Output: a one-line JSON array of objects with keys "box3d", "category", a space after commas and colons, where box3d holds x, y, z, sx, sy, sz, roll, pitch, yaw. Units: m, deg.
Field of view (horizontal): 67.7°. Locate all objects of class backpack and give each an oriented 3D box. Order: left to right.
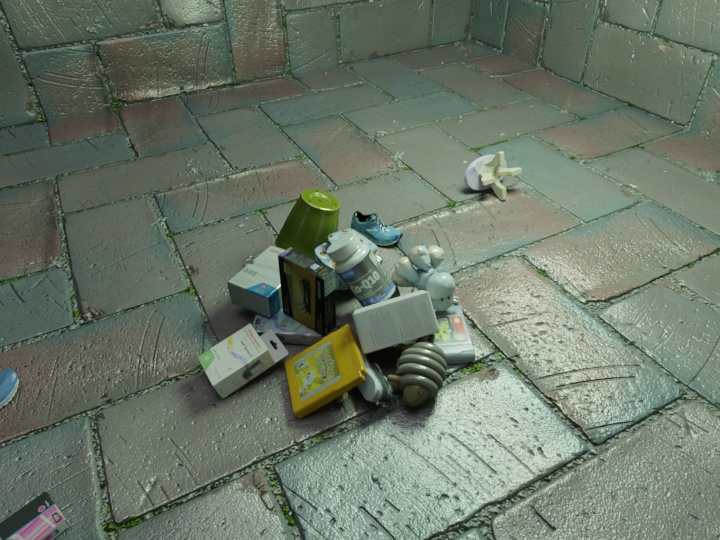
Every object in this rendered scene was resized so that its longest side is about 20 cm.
[{"box3d": [-0.046, -0.027, 1.624, 0.190, 0.155, 0.200, -28, 45, -36], "category": "backpack"}]

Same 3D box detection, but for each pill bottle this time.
[{"box3d": [0.000, 0.000, 1.490, 0.113, 0.200, 0.114, -32, 19, 12], "category": "pill bottle"}]

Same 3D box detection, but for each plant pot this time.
[{"box3d": [-0.152, -0.146, 1.707, 0.199, 0.194, 0.201, 16, 32, -10], "category": "plant pot"}]

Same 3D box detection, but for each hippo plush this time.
[{"box3d": [0.184, 0.046, 1.515, 0.158, 0.201, 0.161, -14, 47, -14], "category": "hippo plush"}]

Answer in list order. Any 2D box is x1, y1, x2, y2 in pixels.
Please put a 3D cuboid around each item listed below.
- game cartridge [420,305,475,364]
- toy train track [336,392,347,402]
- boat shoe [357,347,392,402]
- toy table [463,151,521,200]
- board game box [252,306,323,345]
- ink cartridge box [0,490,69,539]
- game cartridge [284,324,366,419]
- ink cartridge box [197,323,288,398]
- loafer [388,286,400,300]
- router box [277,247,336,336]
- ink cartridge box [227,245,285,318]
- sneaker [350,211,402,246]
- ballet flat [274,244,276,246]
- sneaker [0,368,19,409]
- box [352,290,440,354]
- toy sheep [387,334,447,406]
[{"box3d": [0.229, 0.173, 1.473, 0.132, 0.041, 0.201, -7, 39, 0], "category": "game cartridge"}, {"box3d": [-0.044, 0.244, 1.375, 0.032, 0.115, 0.201, 28, 41, -32], "category": "toy train track"}, {"box3d": [0.024, 0.261, 1.348, 0.067, 0.072, 0.200, 20, 13, -29], "category": "boat shoe"}, {"box3d": [0.506, -0.367, 2.038, 0.199, 0.185, 0.117, -32, 30, -16], "category": "toy table"}, {"box3d": [-0.192, 0.124, 1.537, 0.197, 0.044, 0.201, 3, 39, 6], "category": "board game box"}, {"box3d": [-0.687, 0.536, 1.047, 0.094, 0.037, 0.200, 28, 49, 31], "category": "ink cartridge box"}, {"box3d": [-0.089, 0.244, 1.324, 0.199, 0.032, 0.177, -33, 40, 9], "category": "game cartridge"}, {"box3d": [-0.299, 0.217, 1.372, 0.199, 0.068, 0.117, -33, 47, -16], "category": "ink cartridge box"}, {"box3d": [0.084, 0.087, 1.564, 0.070, 0.070, 0.200, -28, 19, 22], "category": "loafer"}, {"box3d": [-0.140, 0.057, 1.424, 0.157, 0.201, 0.052, 26, 44, 29], "category": "router box"}, {"box3d": [-0.261, 0.029, 1.555, 0.146, 0.086, 0.200, 19, 41, 24], "category": "ink cartridge box"}, {"box3d": [0.051, -0.148, 1.832, 0.199, 0.090, 0.078, 19, 43, 22], "category": "sneaker"}, {"box3d": [-0.269, -0.046, 1.735, 0.075, 0.064, 0.200, 12, 40, 18], "category": "ballet flat"}, {"box3d": [-0.922, 0.307, 1.292, 0.078, 0.090, 0.200, 17, 42, 20], "category": "sneaker"}, {"box3d": [0.088, 0.130, 1.390, 0.199, 0.107, 0.152, -17, -1, 1], "category": "box"}, {"box3d": [0.148, 0.239, 1.318, 0.137, 0.138, 0.201, 11, 59, 15], "category": "toy sheep"}]
